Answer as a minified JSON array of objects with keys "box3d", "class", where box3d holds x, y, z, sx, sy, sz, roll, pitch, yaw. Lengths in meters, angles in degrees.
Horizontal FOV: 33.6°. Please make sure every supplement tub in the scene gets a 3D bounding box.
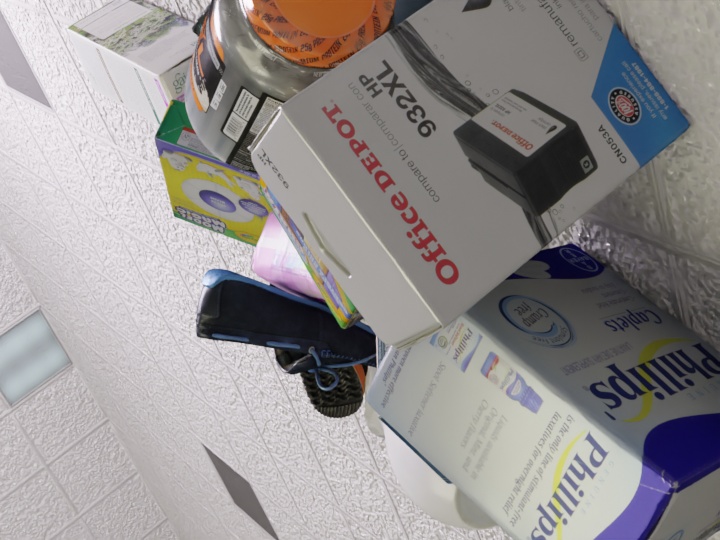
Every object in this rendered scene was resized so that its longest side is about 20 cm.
[{"box3d":[-0.050,-0.151,0.819,0.123,0.122,0.200,52,158,2],"class":"supplement tub"}]

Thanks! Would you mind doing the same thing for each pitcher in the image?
[{"box3d":[0.068,0.132,1.102,0.200,0.121,0.172,42,154,56],"class":"pitcher"}]

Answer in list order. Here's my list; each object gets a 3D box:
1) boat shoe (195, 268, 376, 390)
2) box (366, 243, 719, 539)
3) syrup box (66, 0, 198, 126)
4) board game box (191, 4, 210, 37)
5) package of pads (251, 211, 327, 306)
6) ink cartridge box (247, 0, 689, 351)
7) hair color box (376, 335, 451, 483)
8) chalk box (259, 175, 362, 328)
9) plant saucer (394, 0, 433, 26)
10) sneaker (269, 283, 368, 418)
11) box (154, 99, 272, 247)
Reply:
[{"box3d":[-0.058,0.058,1.040,0.199,0.069,0.084,21,175,-24],"class":"boat shoe"},{"box3d":[0.141,0.086,0.755,0.200,0.183,0.105,41,121,29],"class":"box"},{"box3d":[-0.203,-0.204,1.186,0.200,0.079,0.082,31,150,43],"class":"syrup box"},{"box3d":[-0.067,-0.155,1.049,0.201,0.028,0.135,56,159,-9],"class":"board game box"},{"box3d":[0.000,0.000,1.029,0.120,0.076,0.200,19,176,-29],"class":"package of pads"},{"box3d":[0.061,-0.073,0.673,0.145,0.200,0.084,53,159,0],"class":"ink cartridge box"},{"box3d":[0.068,0.093,0.934,0.200,0.060,0.101,53,-148,-60],"class":"hair color box"},{"box3d":[0.011,-0.046,0.814,0.124,0.124,0.200,59,172,3],"class":"chalk box"},{"box3d":[0.002,-0.197,0.846,0.200,0.027,0.201,44,157,24],"class":"plant saucer"},{"box3d":[-0.038,0.042,1.191,0.090,0.069,0.201,-56,-47,-73],"class":"sneaker"},{"box3d":[-0.126,-0.080,1.130,0.117,0.049,0.200,20,161,5],"class":"box"}]
